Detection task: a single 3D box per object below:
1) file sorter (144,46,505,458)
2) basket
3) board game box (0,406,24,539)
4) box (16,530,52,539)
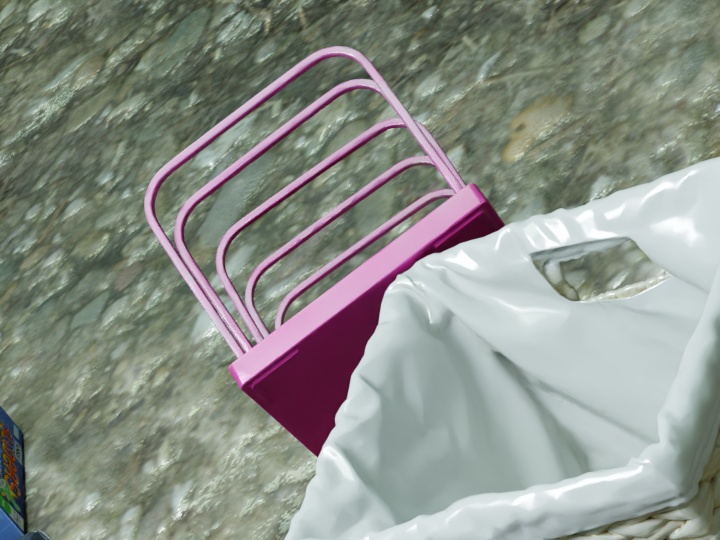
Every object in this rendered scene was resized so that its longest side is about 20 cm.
[{"bbox_3d":[0.000,0.000,1.306,0.139,0.200,0.126,-36,63,3],"label":"file sorter"},{"bbox_3d":[0.105,0.086,1.104,0.197,0.161,0.201,-19,32,35],"label":"basket"},{"bbox_3d":[-0.296,0.173,1.645,0.199,0.035,0.136,-34,24,8],"label":"board game box"},{"bbox_3d":[-0.195,0.247,1.265,0.148,0.107,0.201,-33,22,44],"label":"box"}]
